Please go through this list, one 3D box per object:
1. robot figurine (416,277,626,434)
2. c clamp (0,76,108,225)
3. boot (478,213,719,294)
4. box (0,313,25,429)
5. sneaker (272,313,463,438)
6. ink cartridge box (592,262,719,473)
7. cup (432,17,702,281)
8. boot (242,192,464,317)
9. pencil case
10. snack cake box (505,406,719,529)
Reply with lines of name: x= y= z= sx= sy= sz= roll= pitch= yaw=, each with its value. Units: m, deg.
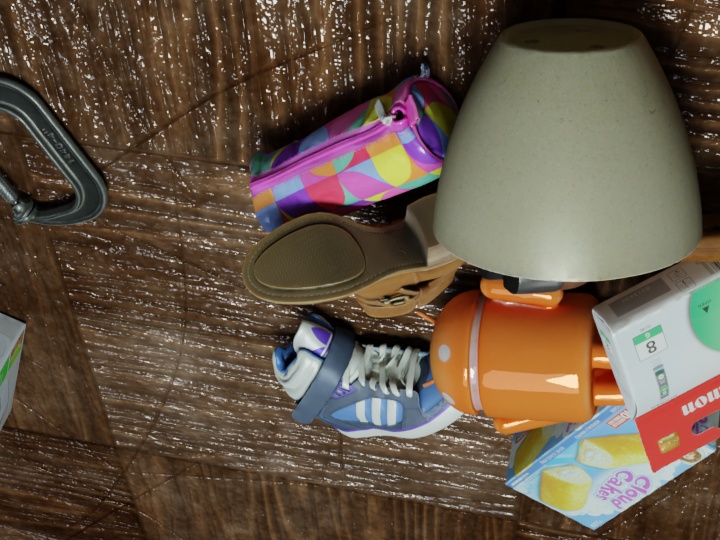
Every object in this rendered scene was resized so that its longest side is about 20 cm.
robot figurine: x=0.148 y=0.077 z=1.135 sx=0.197 sy=0.119 sz=0.144 roll=2 pitch=161 yaw=17
c clamp: x=-0.335 y=-0.109 z=1.178 sx=0.169 sy=0.027 sz=0.201 roll=-20 pitch=125 yaw=29
boot: x=0.196 y=-0.037 z=1.014 sx=0.197 sy=0.188 sz=0.070 roll=-8 pitch=100 yaw=-8
box: x=-0.458 y=0.160 z=1.399 sx=0.095 sy=0.178 sz=0.201 roll=22 pitch=139 yaw=-5
sneaker: x=0.003 y=0.096 z=1.235 sx=0.198 sy=0.081 sz=0.146 roll=-17 pitch=133 yaw=41
ink cartridge box: x=0.298 y=0.079 z=1.066 sx=0.159 sy=0.050 sz=0.202 roll=-27 pitch=121 yaw=-1
cup: x=0.149 y=-0.098 z=0.906 sx=0.197 sy=0.201 sz=0.145 roll=4 pitch=115 yaw=15
boot: x=0.000 y=0.000 z=1.076 sx=0.197 sy=0.078 sz=0.156 roll=-22 pitch=162 yaw=-8
pencil case: x=-0.006 y=-0.091 z=1.030 sx=0.198 sy=0.089 sz=0.088 roll=-24 pitch=125 yaw=37
snack cake box: x=0.244 y=0.168 z=1.239 sx=0.114 sy=0.068 sz=0.200 roll=28 pitch=138 yaw=-11
